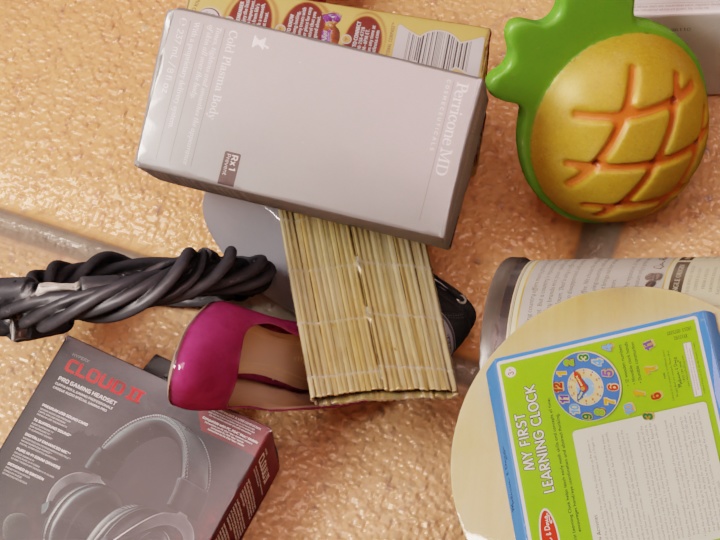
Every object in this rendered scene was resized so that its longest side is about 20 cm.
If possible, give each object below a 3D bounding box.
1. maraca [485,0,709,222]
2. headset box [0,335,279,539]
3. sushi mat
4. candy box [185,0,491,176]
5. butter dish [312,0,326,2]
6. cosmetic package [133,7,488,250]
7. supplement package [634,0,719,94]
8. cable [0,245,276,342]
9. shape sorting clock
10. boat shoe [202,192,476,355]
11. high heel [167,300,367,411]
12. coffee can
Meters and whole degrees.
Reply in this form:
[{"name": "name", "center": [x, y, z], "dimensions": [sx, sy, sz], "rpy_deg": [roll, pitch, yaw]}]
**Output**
[{"name": "maraca", "center": [0.155, -0.109, 1.437], "dimensions": [0.137, 0.200, 0.107], "rpy_deg": [-41, 43, -3]}, {"name": "headset box", "center": [-0.152, 0.147, 1.383], "dimensions": [0.149, 0.077, 0.200], "rpy_deg": [24, 69, 13]}, {"name": "sushi mat", "center": [0.000, 0.000, 1.409], "dimensions": [0.096, 0.012, 0.200], "rpy_deg": [-1, 51, -13]}, {"name": "candy box", "center": [-0.016, -0.126, 1.486], "dimensions": [0.200, 0.117, 0.057], "rpy_deg": [8, 65, 5]}, {"name": "butter dish", "center": [-0.040, -0.252, 1.530], "dimensions": [0.199, 0.200, 0.148], "rpy_deg": [3, 87, 4]}, {"name": "cosmetic package", "center": [-0.027, -0.086, 1.383], "dimensions": [0.200, 0.090, 0.107], "rpy_deg": [12, 87, 8]}, {"name": "supplement package", "center": [0.194, -0.232, 1.534], "dimensions": [0.114, 0.110, 0.200], "rpy_deg": [-1, 65, 1]}, {"name": "cable", "center": [-0.134, 0.005, 1.394], "dimensions": [0.163, 0.200, 0.051], "rpy_deg": [-12, 88, 39]}, {"name": "shape sorting clock", "center": [0.147, 0.105, 1.251], "dimensions": [0.200, 0.039, 0.200], "rpy_deg": [-5, 68, 14]}, {"name": "boat shoe", "center": [-0.014, -0.002, 1.462], "dimensions": [0.200, 0.069, 0.057], "rpy_deg": [35, 44, 17]}, {"name": "high heel", "center": [-0.048, 0.060, 1.363], "dimensions": [0.096, 0.200, 0.068], "rpy_deg": [18, 102, 14]}, {"name": "coffee can", "center": [0.186, 0.063, 1.346], "dimensions": [0.200, 0.146, 0.147], "rpy_deg": [-1, 63, 20]}]
